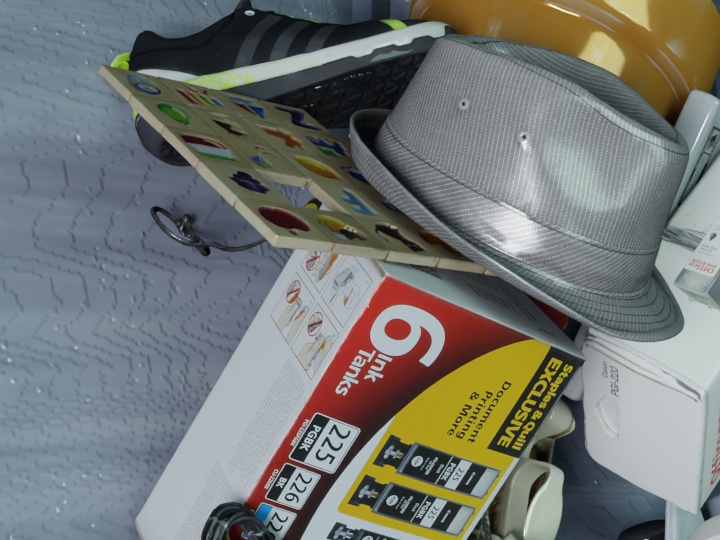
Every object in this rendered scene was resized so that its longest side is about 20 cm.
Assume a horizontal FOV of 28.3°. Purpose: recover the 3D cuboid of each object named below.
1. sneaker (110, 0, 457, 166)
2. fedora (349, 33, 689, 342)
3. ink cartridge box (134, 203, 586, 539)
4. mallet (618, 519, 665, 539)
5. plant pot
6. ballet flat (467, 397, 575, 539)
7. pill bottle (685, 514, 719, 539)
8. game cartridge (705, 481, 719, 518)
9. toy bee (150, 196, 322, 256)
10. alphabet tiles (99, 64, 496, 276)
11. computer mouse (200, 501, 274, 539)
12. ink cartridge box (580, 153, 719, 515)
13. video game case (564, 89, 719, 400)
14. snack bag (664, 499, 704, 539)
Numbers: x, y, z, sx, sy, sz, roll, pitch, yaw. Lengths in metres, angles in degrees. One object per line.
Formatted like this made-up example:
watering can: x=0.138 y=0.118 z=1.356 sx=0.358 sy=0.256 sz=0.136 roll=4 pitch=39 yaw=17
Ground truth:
sneaker: x=-0.042 y=-0.124 z=0.802 sx=0.198 sy=0.072 sz=0.084 roll=-14 pitch=68 yaw=-13
fedora: x=0.093 y=-0.057 z=0.711 sx=0.199 sy=0.091 sz=0.176 roll=37 pitch=22 yaw=29
ink cartridge box: x=0.014 y=0.093 z=0.721 sx=0.174 sy=0.201 sz=0.084 roll=22 pitch=17 yaw=-32
mallet: x=0.171 y=0.202 z=0.877 sx=0.200 sy=0.041 sz=0.067 roll=-2 pitch=75 yaw=-69
plant pot: x=0.104 y=-0.092 z=0.895 sx=0.199 sy=0.199 sz=0.185 roll=33 pitch=71 yaw=-27
ballet flat: x=0.101 y=0.115 z=0.881 sx=0.072 sy=0.072 sz=0.202 roll=30 pitch=56 yaw=-29
pill bottle: x=0.199 y=0.224 z=0.742 sx=0.117 sy=0.116 sz=0.200 roll=52 pitch=33 yaw=-13
game cartridge: x=0.312 y=0.231 z=1.021 sx=0.202 sy=0.041 sz=0.133 roll=64 pitch=25 yaw=-3
toy bee: x=0.000 y=0.000 z=0.795 sx=0.200 sy=0.109 sz=0.131 roll=38 pitch=7 yaw=-42
alphabet tiles: x=-0.010 y=-0.046 z=0.704 sx=0.199 sy=0.008 sz=0.167 roll=8 pitch=26 yaw=-43
computer mouse: x=-0.061 y=0.195 z=0.677 sx=0.058 sy=0.034 sz=0.202 roll=-21 pitch=120 yaw=-41
ink cartridge box: x=0.223 y=0.027 z=0.880 sx=0.200 sy=0.084 sz=0.146 roll=-47 pitch=148 yaw=-23
video game case: x=0.207 y=-0.010 z=0.934 sx=0.182 sy=0.023 sz=0.202 roll=6 pitch=110 yaw=-60
snack bag: x=0.224 y=0.253 z=0.908 sx=0.189 sy=0.021 sz=0.201 roll=58 pitch=32 yaw=-40
